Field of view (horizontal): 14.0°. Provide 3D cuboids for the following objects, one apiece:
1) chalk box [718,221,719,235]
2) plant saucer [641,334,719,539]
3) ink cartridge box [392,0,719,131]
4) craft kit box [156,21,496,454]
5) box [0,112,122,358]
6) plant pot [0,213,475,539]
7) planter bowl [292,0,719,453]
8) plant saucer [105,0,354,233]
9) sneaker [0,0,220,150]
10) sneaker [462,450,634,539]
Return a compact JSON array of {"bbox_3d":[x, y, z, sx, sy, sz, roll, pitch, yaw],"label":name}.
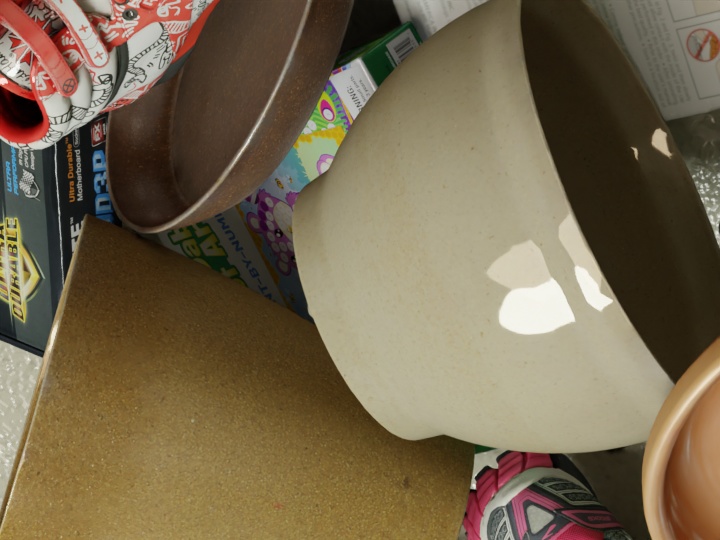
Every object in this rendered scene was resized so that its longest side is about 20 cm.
[{"bbox_3d":[0.252,-0.018,1.211,0.200,0.124,0.125,-8,123,24],"label":"chalk box"},{"bbox_3d":[0.206,0.063,1.145,0.200,0.037,0.200,-5,134,-5],"label":"plant saucer"},{"bbox_3d":[0.108,-0.143,1.293,0.200,0.047,0.160,-12,108,26],"label":"ink cartridge box"},{"bbox_3d":[0.000,0.000,1.387,0.197,0.049,0.200,-19,106,52],"label":"craft kit box"},{"bbox_3d":[-0.190,-0.069,1.451,0.159,0.046,0.200,20,123,35],"label":"box"},{"bbox_3d":[-0.056,0.092,1.336,0.200,0.186,0.187,17,124,-7],"label":"plant pot"},{"bbox_3d":[0.057,-0.008,1.221,0.135,0.200,0.200,-24,103,21],"label":"planter bowl"},{"bbox_3d":[-0.054,-0.106,1.321,0.034,0.200,0.200,21,130,-26],"label":"plant saucer"},{"bbox_3d":[-0.100,-0.128,1.241,0.067,0.108,0.201,46,138,11],"label":"sneaker"},{"bbox_3d":[0.116,0.171,1.385,0.081,0.075,0.200,-41,126,0],"label":"sneaker"}]
